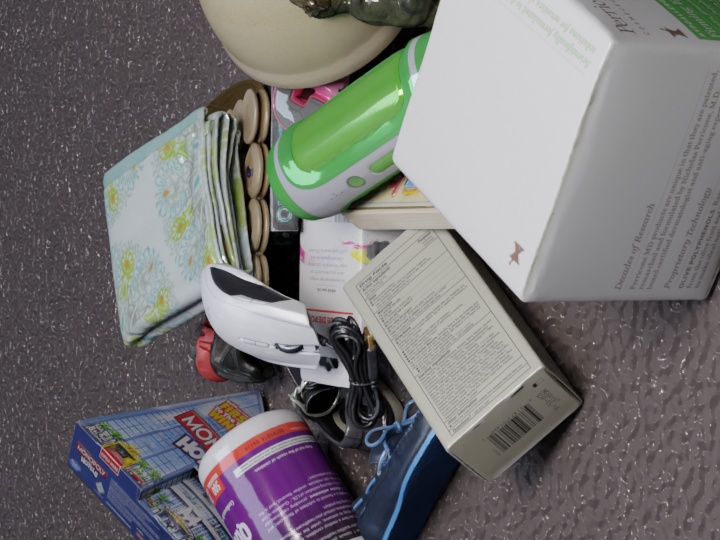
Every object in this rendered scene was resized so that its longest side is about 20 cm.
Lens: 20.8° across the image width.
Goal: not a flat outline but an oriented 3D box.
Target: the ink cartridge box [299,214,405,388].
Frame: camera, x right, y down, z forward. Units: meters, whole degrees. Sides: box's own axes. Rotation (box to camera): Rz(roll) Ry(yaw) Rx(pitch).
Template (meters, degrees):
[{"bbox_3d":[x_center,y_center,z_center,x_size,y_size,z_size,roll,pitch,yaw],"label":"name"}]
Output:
[{"bbox_3d":[0.000,0.000,1.731,0.115,0.067,0.202,4,94,61],"label":"ink cartridge box"}]

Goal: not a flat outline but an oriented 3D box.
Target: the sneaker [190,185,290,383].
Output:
[{"bbox_3d":[-0.097,0.019,1.900,0.098,0.071,0.202,18,96,40],"label":"sneaker"}]

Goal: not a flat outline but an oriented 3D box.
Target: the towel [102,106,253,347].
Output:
[{"bbox_3d":[-0.172,-0.040,1.806,0.200,0.048,0.173,-29,61,47],"label":"towel"}]

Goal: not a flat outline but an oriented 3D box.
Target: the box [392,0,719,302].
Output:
[{"bbox_3d":[0.157,-0.110,1.362,0.199,0.170,0.201,50,132,47],"label":"box"}]

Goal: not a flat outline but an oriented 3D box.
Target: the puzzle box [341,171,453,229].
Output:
[{"bbox_3d":[0.070,-0.094,1.587,0.200,0.025,0.134,1,58,59],"label":"puzzle box"}]

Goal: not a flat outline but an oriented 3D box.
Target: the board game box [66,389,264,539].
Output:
[{"bbox_3d":[-0.142,0.196,1.887,0.200,0.199,0.062,41,132,28],"label":"board game box"}]

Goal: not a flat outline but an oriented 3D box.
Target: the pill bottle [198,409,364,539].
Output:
[{"bbox_3d":[-0.055,0.232,1.765,0.201,0.112,0.113,57,138,21],"label":"pill bottle"}]

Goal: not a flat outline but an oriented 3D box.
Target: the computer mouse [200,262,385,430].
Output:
[{"bbox_3d":[-0.068,0.058,1.662,0.199,0.044,0.110,24,142,30],"label":"computer mouse"}]

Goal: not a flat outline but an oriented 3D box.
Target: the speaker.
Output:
[{"bbox_3d":[0.014,-0.116,1.581,0.200,0.088,0.089,-32,63,38],"label":"speaker"}]

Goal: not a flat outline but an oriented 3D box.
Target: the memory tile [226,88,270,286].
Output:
[{"bbox_3d":[-0.110,-0.059,1.809,0.153,0.017,0.202,164,108,-71],"label":"memory tile"}]

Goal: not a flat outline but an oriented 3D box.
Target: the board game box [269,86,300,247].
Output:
[{"bbox_3d":[-0.069,-0.128,1.817,0.135,0.028,0.202,98,172,-84],"label":"board game box"}]

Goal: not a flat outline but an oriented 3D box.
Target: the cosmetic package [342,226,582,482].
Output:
[{"bbox_3d":[0.078,0.058,1.557,0.103,0.073,0.200,-40,46,9],"label":"cosmetic package"}]

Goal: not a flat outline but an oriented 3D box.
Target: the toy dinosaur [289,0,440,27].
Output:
[{"bbox_3d":[0.045,-0.227,1.563,0.047,0.198,0.089,-76,-2,-72],"label":"toy dinosaur"}]

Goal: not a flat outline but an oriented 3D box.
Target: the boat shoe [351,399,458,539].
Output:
[{"bbox_3d":[0.032,0.163,1.660,0.069,0.084,0.201,48,130,26],"label":"boat shoe"}]

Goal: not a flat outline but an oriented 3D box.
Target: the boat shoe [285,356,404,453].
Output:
[{"bbox_3d":[-0.030,0.107,1.790,0.200,0.062,0.073,40,124,52],"label":"boat shoe"}]

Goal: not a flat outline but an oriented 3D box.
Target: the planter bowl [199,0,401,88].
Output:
[{"bbox_3d":[-0.062,-0.272,1.641,0.199,0.135,0.202,-11,62,22],"label":"planter bowl"}]

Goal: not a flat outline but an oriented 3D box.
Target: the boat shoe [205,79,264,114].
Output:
[{"bbox_3d":[-0.143,-0.094,1.931,0.074,0.066,0.201,15,68,46],"label":"boat shoe"}]

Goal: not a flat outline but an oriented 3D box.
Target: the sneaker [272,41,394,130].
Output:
[{"bbox_3d":[0.001,-0.201,1.721,0.079,0.095,0.201,33,95,37],"label":"sneaker"}]
